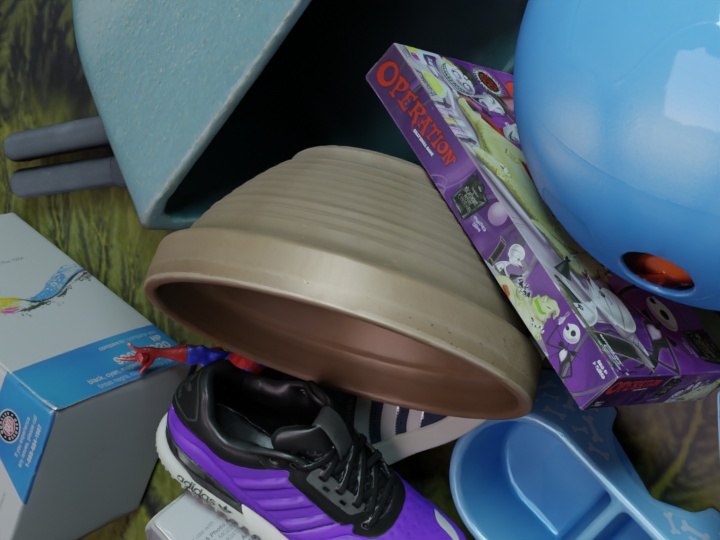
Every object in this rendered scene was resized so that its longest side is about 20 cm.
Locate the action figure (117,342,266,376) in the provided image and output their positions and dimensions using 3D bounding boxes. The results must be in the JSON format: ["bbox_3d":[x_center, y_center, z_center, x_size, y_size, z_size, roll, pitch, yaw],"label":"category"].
[{"bbox_3d":[-0.076,0.037,0.824,0.201,0.098,0.066,-57,49,32],"label":"action figure"}]

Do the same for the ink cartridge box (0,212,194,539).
[{"bbox_3d":[-0.249,0.079,0.918,0.199,0.144,0.148,35,118,21],"label":"ink cartridge box"}]

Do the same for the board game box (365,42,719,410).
[{"bbox_3d":[0.092,-0.023,0.636,0.032,0.120,0.201,-44,62,25],"label":"board game box"}]

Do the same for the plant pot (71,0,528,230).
[{"bbox_3d":[-0.043,-0.162,0.707,0.196,0.195,0.201,-49,62,31],"label":"plant pot"}]

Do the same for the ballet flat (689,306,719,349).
[{"bbox_3d":[0.113,-0.003,0.710,0.200,0.064,0.068,40,115,20],"label":"ballet flat"}]

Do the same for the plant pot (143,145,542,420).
[{"bbox_3d":[0.000,0.000,0.653,0.199,0.201,0.094,8,74,31],"label":"plant pot"}]

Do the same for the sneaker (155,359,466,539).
[{"bbox_3d":[-0.021,0.115,0.735,0.199,0.070,0.100,28,137,1],"label":"sneaker"}]

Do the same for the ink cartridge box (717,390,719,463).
[{"bbox_3d":[0.259,0.149,0.638,0.143,0.084,0.202,2,101,34],"label":"ink cartridge box"}]

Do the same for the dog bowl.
[{"bbox_3d":[0.130,0.149,0.744,0.200,0.049,0.112,47,122,16],"label":"dog bowl"}]

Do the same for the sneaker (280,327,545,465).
[{"bbox_3d":[0.022,0.059,0.772,0.199,0.075,0.085,-33,97,34],"label":"sneaker"}]

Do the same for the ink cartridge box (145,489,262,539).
[{"bbox_3d":[-0.036,0.222,0.814,0.200,0.083,0.146,43,155,17],"label":"ink cartridge box"}]

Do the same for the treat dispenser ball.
[{"bbox_3d":[0.166,-0.083,0.571,0.199,0.200,0.203,8,106,31],"label":"treat dispenser ball"}]

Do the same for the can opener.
[{"bbox_3d":[-0.176,-0.080,0.880,0.198,0.067,0.054,-5,98,34],"label":"can opener"}]
